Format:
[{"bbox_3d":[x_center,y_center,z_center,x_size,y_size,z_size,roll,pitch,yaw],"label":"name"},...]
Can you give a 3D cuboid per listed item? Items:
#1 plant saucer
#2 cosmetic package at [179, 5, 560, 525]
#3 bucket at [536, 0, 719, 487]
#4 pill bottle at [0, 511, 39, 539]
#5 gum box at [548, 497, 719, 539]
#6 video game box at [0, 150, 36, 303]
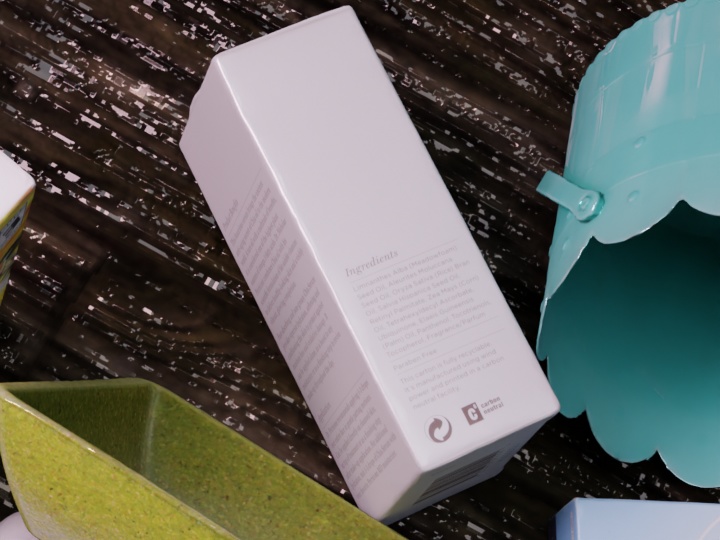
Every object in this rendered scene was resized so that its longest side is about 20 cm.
[{"bbox_3d":[-0.042,0.113,0.988,0.200,0.200,0.048,31,95,11],"label":"plant saucer"},{"bbox_3d":[0.000,0.000,1.086,0.071,0.101,0.200,-23,77,-20],"label":"cosmetic package"},{"bbox_3d":[0.174,-0.013,1.071,0.207,0.207,0.135,13,52,-8],"label":"bucket"},{"bbox_3d":[-0.115,0.164,0.993,0.200,0.111,0.111,29,67,-1],"label":"pill bottle"},{"bbox_3d":[0.186,0.189,1.088,0.200,0.045,0.170,4,69,-12],"label":"gum box"},{"bbox_3d":[-0.211,0.055,0.974,0.047,0.182,0.200,39,67,-1],"label":"video game box"}]
